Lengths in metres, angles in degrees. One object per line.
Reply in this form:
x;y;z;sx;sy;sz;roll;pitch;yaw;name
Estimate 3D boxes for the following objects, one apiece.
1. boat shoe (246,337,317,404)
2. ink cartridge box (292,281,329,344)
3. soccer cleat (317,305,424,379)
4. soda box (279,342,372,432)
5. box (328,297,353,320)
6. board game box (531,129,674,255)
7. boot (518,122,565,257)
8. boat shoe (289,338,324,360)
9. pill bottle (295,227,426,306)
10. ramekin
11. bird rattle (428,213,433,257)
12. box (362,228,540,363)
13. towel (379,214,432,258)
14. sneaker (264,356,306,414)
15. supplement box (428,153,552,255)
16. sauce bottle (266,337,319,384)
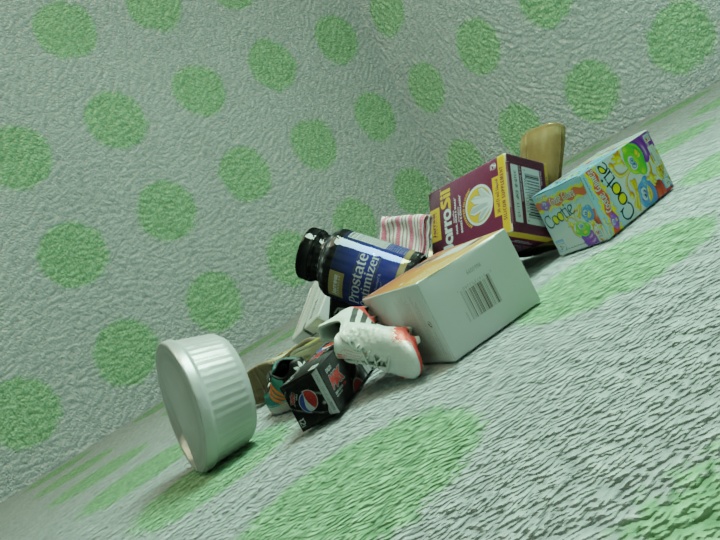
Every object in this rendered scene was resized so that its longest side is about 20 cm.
-0.149;0.198;1.379;0.197;0.075;0.066;-28;-10;4;boat shoe
-0.059;0.075;1.474;0.200;0.083;0.149;-43;25;63;ink cartridge box
0.012;0.099;0.933;0.084;0.070;0.199;-18;23;-23;soccer cleat
-0.042;0.149;1.006;0.062;0.072;0.200;-29;3;18;soda box
0.022;0.068;1.265;0.156;0.046;0.200;4;2;-1;box
0.381;-0.122;1.113;0.198;0.105;0.104;-31;4;-33;board game box
0.290;-0.130;1.231;0.065;0.206;0.174;7;-11;-32;boot
-0.039;0.142;1.182;0.067;0.074;0.198;2;-14;-41;boat shoe
0.000;0.000;1.135;0.196;0.115;0.112;17;21;17;pill bottle
-0.232;0.191;1.077;0.093;0.207;0.201;-17;-4;-30;ramekin
0.151;-0.050;1.343;0.163;0.113;0.199;-44;41;-6;bird rattle
0.115;0.040;0.960;0.150;0.108;0.199;-31;3;-21;box
0.068;-0.027;1.278;0.029;0.151;0.199;7;0;-22;towel
-0.114;0.178;1.146;0.071;0.081;0.199;-30;2;-30;sneaker
0.214;-0.093;1.190;0.101;0.135;0.199;6;-18;-32;supplement box
-0.081;0.160;1.303;0.197;0.066;0.065;-28;3;12;sauce bottle
